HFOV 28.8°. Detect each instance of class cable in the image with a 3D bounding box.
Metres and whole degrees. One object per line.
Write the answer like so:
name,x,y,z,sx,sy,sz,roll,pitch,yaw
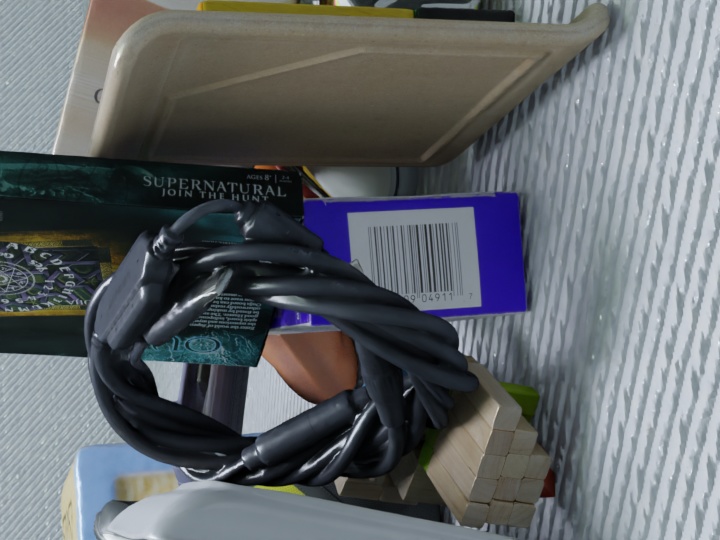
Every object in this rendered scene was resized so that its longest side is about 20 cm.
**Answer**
cable,-0.042,0.043,0.627,0.200,0.163,0.051,130,156,-50

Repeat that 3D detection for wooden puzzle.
wooden puzzle,-0.017,-0.080,0.611,0.185,0.200,0.037,143,120,-71

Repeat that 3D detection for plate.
plate,-0.009,0.127,0.647,0.200,0.200,0.032,145,137,-72

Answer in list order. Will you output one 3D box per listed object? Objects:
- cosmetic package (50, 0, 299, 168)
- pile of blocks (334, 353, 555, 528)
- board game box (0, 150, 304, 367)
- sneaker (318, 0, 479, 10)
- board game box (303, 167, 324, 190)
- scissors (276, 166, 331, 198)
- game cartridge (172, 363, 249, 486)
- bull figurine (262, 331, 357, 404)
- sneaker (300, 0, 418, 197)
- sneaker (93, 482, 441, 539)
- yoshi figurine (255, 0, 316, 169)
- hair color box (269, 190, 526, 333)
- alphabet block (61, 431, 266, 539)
cosmetic package,-0.096,-0.096,0.732,0.087,0.103,0.200,-92,17,-80
pile of blocks,0.046,0.080,0.692,0.200,0.062,0.082,171,108,-67
board game box,-0.135,-0.003,0.646,0.135,0.200,0.028,112,158,-54
sneaker,0.017,-0.131,0.729,0.200,0.078,0.090,-98,12,-63
board game box,-0.057,-0.069,1.060,0.200,0.040,0.153,103,158,-44
scissors,-0.046,-0.064,0.785,0.073,0.014,0.200,49,-179,-7
game cartridge,-0.102,0.071,0.983,0.130,0.038,0.200,93,180,-54
bull figurine,-0.057,0.006,0.917,0.121,0.065,0.200,-101,-11,-47
sneaker,-0.044,-0.111,0.810,0.073,0.071,0.200,-39,82,36
sneaker,-0.048,0.138,0.793,0.074,0.200,0.085,131,145,-73
yoshi figurine,-0.059,-0.161,0.888,0.112,0.112,0.200,41,113,53
hair color box,0.000,0.000,0.738,0.200,0.109,0.065,161,106,-73
alphabet block,-0.134,0.243,1.119,0.200,0.195,0.197,134,133,-68
